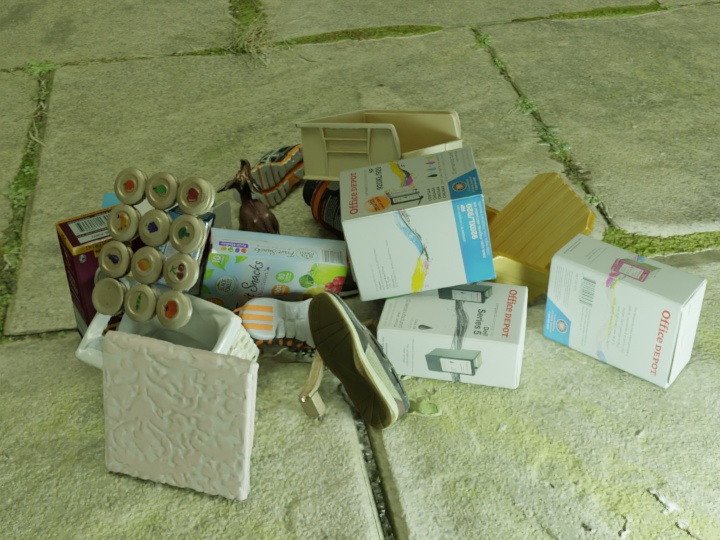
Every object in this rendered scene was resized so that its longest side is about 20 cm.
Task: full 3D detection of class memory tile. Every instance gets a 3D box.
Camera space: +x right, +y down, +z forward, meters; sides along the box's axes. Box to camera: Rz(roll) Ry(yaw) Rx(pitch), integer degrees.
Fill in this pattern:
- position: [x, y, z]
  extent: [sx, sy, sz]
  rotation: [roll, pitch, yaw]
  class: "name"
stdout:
- position: [-0.272, -0.031, 1.330]
  extent: [0.153, 0.201, 0.017]
  rotation: [11, 0, 23]
  class: "memory tile"

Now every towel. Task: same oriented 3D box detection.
- position: [-0.223, 0.178, 1.256]
  extent: [0.200, 0.191, 0.032]
  rotation: [10, 21, 14]
  class: "towel"

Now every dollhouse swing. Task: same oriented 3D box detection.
- position: [0.225, -0.078, 1.588]
  extent: [0.181, 0.176, 0.200]
  rotation: [19, 25, -30]
  class: "dollhouse swing"

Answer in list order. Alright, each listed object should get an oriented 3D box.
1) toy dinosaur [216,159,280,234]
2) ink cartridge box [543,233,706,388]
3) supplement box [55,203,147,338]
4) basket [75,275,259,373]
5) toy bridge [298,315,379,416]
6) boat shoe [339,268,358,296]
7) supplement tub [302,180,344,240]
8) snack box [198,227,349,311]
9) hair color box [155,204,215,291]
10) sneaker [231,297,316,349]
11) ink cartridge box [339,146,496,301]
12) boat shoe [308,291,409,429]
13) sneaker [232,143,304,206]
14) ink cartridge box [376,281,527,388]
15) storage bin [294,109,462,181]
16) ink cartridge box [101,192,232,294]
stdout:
- position: [-0.171, -0.089, 1.670]
  extent: [0.086, 0.136, 0.200]
  rotation: [-22, 41, -26]
  class: "toy dinosaur"
- position: [0.370, 0.055, 1.442]
  extent: [0.200, 0.145, 0.085]
  rotation: [25, 42, 32]
  class: "ink cartridge box"
- position: [-0.358, 0.017, 1.471]
  extent: [0.110, 0.200, 0.086]
  rotation: [-19, 38, -23]
  class: "supplement box"
- position: [-0.253, 0.111, 1.375]
  extent: [0.200, 0.123, 0.136]
  rotation: [17, 68, 26]
  class: "basket"
- position: [-0.031, 0.121, 1.428]
  extent: [0.027, 0.067, 0.200]
  rotation: [-9, 26, 38]
  class: "toy bridge"
- position: [0.000, 0.000, 1.605]
  extent: [0.199, 0.060, 0.072]
  rotation: [0, 36, 2]
  class: "boat shoe"
- position: [-0.011, -0.100, 1.706]
  extent: [0.107, 0.107, 0.200]
  rotation: [-27, 43, -31]
  class: "supplement tub"
- position: [-0.128, 0.009, 1.489]
  extent: [0.199, 0.142, 0.053]
  rotation: [6, 50, -13]
  class: "snack box"
- position: [-0.249, -0.035, 1.441]
  extent: [0.060, 0.100, 0.200]
  rotation: [16, 5, -6]
  class: "hair color box"
- position: [-0.107, 0.079, 1.483]
  extent: [0.200, 0.078, 0.112]
  rotation: [13, -16, -30]
  class: "sneaker"
- position: [0.079, -0.067, 1.469]
  extent: [0.199, 0.145, 0.147]
  rotation: [-11, 35, 6]
  class: "ink cartridge box"
- position: [-0.002, 0.117, 1.381]
  extent: [0.065, 0.073, 0.200]
  rotation: [-20, 81, -51]
  class: "boat shoe"
- position: [-0.165, -0.171, 1.849]
  extent: [0.077, 0.078, 0.200]
  rotation: [9, 31, 37]
  class: "sneaker"
- position: [0.134, 0.083, 1.462]
  extent: [0.199, 0.084, 0.146]
  rotation: [6, 36, 10]
  class: "ink cartridge box"
- position: [0.035, -0.204, 1.653]
  extent: [0.198, 0.094, 0.200]
  rotation: [6, 16, 33]
  class: "storage bin"
- position: [-0.302, -0.045, 1.619]
  extent: [0.199, 0.129, 0.125]
  rotation: [-5, 36, -3]
  class: "ink cartridge box"
